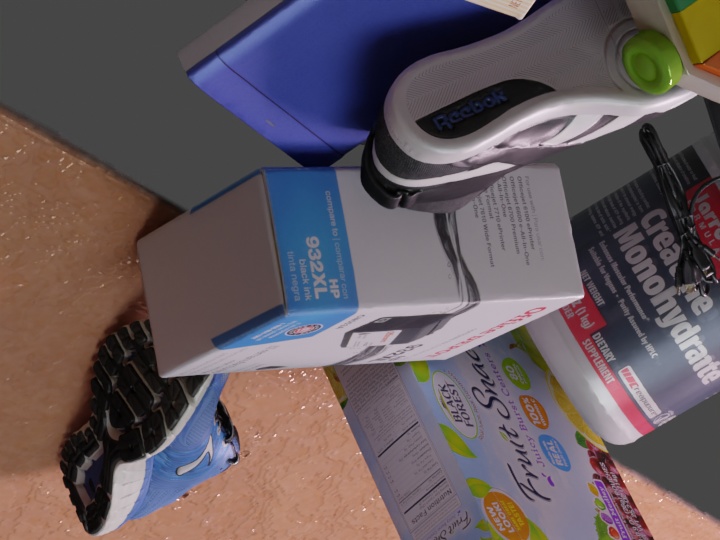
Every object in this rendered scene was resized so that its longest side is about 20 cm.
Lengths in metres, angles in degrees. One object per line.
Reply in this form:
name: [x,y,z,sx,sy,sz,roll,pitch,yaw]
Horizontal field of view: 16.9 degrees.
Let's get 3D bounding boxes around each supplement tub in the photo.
supplement tub: [0.204,0.003,1.486,0.200,0.140,0.140,-32,148,8]

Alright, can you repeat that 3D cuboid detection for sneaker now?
sneaker: [0.087,-0.087,1.267,0.200,0.073,0.112,-16,165,-23]
sneaker: [-0.113,0.084,1.451,0.089,0.079,0.200,-15,156,-32]

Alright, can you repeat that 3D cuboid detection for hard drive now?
hard drive: [0.023,-0.134,1.219,0.200,0.025,0.132,-35,147,14]

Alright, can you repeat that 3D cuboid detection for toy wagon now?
toy wagon: [0.191,-0.148,1.228,0.155,0.200,0.040,-35,-161,-30]

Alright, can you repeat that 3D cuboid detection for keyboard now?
keyboard: [0.221,-0.060,1.391,0.127,0.200,0.021,-21,-171,-10]

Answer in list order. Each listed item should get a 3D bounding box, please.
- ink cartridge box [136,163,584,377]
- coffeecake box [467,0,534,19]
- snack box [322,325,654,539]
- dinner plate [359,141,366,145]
ink cartridge box: [0.000,0.000,1.343,0.200,0.084,0.145,-2,165,-34]
coffeecake box: [0.021,-0.213,1.054,0.200,0.073,0.154,15,127,-30]
snack box: [0.077,0.109,1.492,0.169,0.200,0.068,13,131,-45]
dinner plate: [0.051,-0.139,1.279,0.200,0.024,0.200,-19,147,-13]
